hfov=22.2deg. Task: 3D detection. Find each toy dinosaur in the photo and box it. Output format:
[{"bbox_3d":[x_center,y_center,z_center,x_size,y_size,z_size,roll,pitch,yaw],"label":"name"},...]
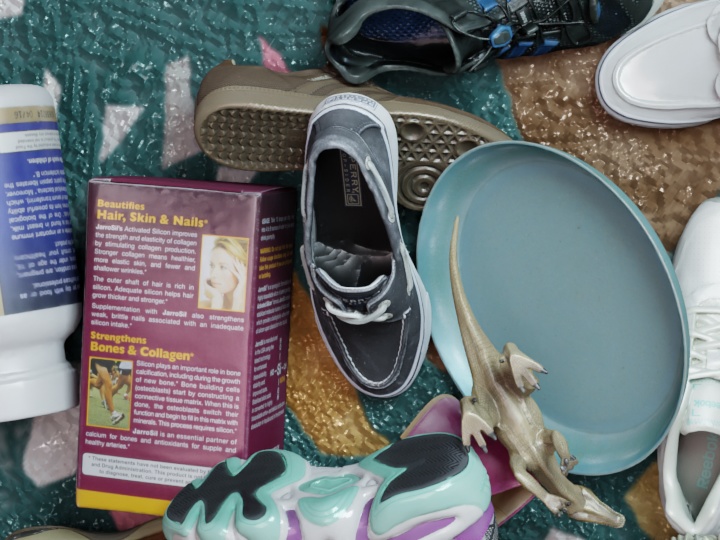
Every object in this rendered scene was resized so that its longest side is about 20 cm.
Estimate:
[{"bbox_3d":[0.079,0.070,1.021,0.058,0.101,0.201,-29,89,4],"label":"toy dinosaur"}]

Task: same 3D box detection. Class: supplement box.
[{"bbox_3d":[-0.105,0.045,1.119,0.110,0.086,0.201,5,95,14],"label":"supplement box"}]

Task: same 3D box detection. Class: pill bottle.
[{"bbox_3d":[-0.234,-0.008,1.134,0.115,0.116,0.201,-8,92,15],"label":"pill bottle"}]

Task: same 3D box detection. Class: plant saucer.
[{"bbox_3d":[0.112,0.019,1.046,0.200,0.027,0.201,24,125,39],"label":"plant saucer"}]

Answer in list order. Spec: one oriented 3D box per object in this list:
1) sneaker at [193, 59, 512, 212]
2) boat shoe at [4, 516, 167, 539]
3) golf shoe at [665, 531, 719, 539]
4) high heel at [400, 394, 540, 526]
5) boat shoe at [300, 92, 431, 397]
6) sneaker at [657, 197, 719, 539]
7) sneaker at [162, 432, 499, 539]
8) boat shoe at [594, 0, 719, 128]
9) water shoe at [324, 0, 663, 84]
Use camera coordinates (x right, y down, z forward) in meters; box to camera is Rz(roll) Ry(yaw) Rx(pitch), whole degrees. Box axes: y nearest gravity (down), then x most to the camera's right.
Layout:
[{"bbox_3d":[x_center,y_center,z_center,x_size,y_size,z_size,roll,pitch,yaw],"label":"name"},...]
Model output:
[{"bbox_3d":[0.001,-0.092,1.093,0.199,0.076,0.071,11,129,-8],"label":"sneaker"},{"bbox_3d":[-0.141,0.203,1.133,0.199,0.074,0.076,-8,131,20],"label":"boat shoe"},{"bbox_3d":[0.181,0.210,1.037,0.097,0.079,0.200,37,141,-23],"label":"golf shoe"},{"bbox_3d":[0.028,0.175,1.088,0.200,0.067,0.096,-52,41,2],"label":"high heel"},{"bbox_3d":[0.000,0.000,1.061,0.071,0.068,0.201,1,123,9],"label":"boat shoe"},{"bbox_3d":[0.206,0.059,1.045,0.070,0.080,0.201,4,93,16],"label":"sneaker"},{"bbox_3d":[-0.008,0.172,1.038,0.199,0.078,0.140,-7,120,27],"label":"sneaker"},{"bbox_3d":[0.227,-0.128,1.034,0.199,0.065,0.074,-15,90,15],"label":"boat shoe"},{"bbox_3d":[0.077,-0.140,1.057,0.199,0.079,0.072,-5,130,21],"label":"water shoe"}]
